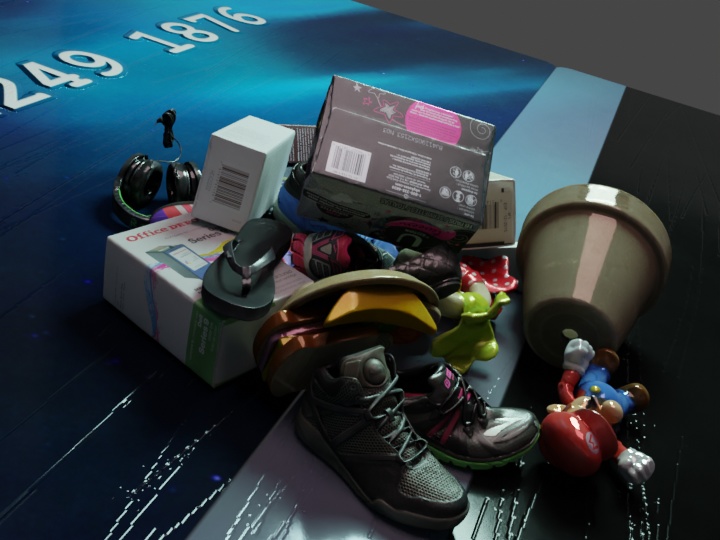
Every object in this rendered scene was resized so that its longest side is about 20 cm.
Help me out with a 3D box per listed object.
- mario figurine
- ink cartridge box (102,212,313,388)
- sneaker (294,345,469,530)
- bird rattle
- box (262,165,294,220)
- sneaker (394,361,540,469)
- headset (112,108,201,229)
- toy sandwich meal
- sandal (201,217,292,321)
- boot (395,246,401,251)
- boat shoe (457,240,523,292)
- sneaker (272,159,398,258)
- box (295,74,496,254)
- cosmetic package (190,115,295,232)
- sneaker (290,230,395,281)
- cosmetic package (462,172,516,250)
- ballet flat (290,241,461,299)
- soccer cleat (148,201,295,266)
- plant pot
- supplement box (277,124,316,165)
[{"bbox_3d":[0.261,0.145,0.937,0.121,0.108,0.199,15,23,24],"label":"mario figurine"},{"bbox_3d":[-0.170,0.023,0.987,0.198,0.089,0.144,30,33,31],"label":"ink cartridge box"},{"bbox_3d":[0.023,0.148,0.821,0.198,0.116,0.075,36,37,32],"label":"sneaker"},{"bbox_3d":[0.117,0.016,1.076,0.161,0.114,0.201,27,31,-5],"label":"bird rattle"},{"bbox_3d":[-0.107,-0.098,1.271,0.196,0.052,0.158,-1,31,-25],"label":"box"},{"bbox_3d":[0.089,0.140,0.893,0.196,0.085,0.077,12,28,-3],"label":"sneaker"},{"bbox_3d":[-0.270,-0.133,1.215,0.121,0.095,0.202,8,40,-11],"label":"headset"},{"bbox_3d":[-0.009,0.070,0.912,0.201,0.206,0.071,0,60,-23],"label":"toy sandwich meal"},{"bbox_3d":[-0.118,-0.013,0.937,0.074,0.044,0.201,13,30,-2],"label":"sandal"},{"bbox_3d":[0.022,-0.115,1.313,0.072,0.097,0.200,-2,32,-27],"label":"boot"},{"bbox_3d":[0.200,-0.020,1.249,0.196,0.072,0.064,12,28,2],"label":"boat shoe"},{"bbox_3d":[-0.015,-0.065,1.145,0.198,0.112,0.077,35,49,2],"label":"sneaker"},{"bbox_3d":[0.038,-0.111,1.013,0.196,0.115,0.135,15,67,-7],"label":"box"},{"bbox_3d":[-0.140,-0.124,1.098,0.070,0.103,0.200,19,16,1],"label":"cosmetic package"},{"bbox_3d":[0.000,0.000,1.056,0.073,0.083,0.199,-5,-9,31],"label":"sneaker"},{"bbox_3d":[0.130,-0.090,1.202,0.101,0.089,0.200,-5,13,-9],"label":"cosmetic package"},{"bbox_3d":[0.016,0.014,0.965,0.196,0.067,0.058,-10,63,-17],"label":"ballet flat"},{"bbox_3d":[-0.172,-0.033,1.113,0.196,0.069,0.074,14,32,-5],"label":"soccer cleat"},{"bbox_3d":[0.275,0.023,1.097,0.197,0.203,0.176,19,42,11],"label":"plant pot"},{"bbox_3d":[-0.079,-0.190,1.396,0.196,0.062,0.108,-4,1,-29],"label":"supplement box"}]
